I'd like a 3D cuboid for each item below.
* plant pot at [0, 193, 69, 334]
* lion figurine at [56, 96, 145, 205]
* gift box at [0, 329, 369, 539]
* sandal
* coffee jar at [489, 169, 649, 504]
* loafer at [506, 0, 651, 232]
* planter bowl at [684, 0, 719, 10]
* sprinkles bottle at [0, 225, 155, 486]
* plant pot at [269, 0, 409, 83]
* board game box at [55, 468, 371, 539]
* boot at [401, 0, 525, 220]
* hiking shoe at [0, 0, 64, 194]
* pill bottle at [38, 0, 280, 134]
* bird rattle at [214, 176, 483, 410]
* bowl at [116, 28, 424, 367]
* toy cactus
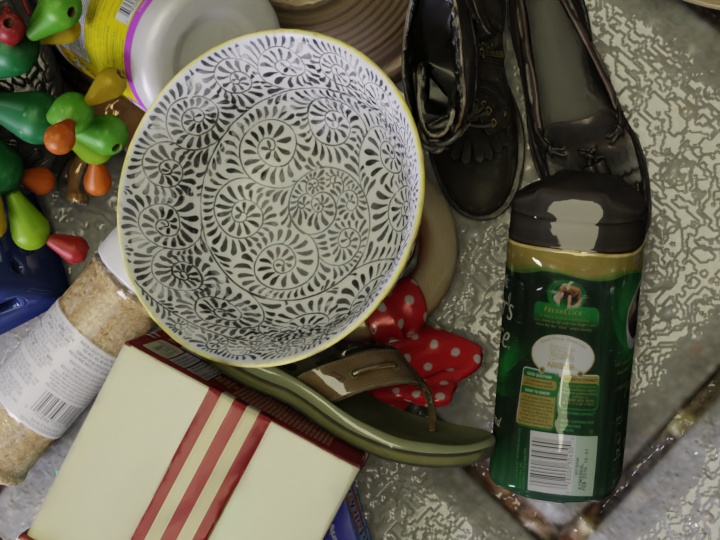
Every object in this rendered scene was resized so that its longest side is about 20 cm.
[{"bbox_3d":[-0.352,-0.033,1.071,0.200,0.180,0.201,-25,82,11],"label":"plant pot"},{"bbox_3d":[-0.141,-0.092,1.077,0.199,0.072,0.123,19,94,14],"label":"lion figurine"},{"bbox_3d":[-0.118,0.150,0.968,0.200,0.185,0.187,27,92,7],"label":"gift box"},{"bbox_3d":[-0.007,0.066,0.953,0.200,0.080,0.057,26,100,4],"label":"sandal"},{"bbox_3d":[0.132,0.038,0.978,0.085,0.104,0.201,7,102,14],"label":"coffee jar"},{"bbox_3d":[0.138,-0.108,1.021,0.072,0.063,0.201,-18,84,12],"label":"loafer"},{"bbox_3d":[0.246,-0.274,0.951,0.200,0.200,0.135,12,64,13],"label":"planter bowl"},{"bbox_3d":[-0.205,0.059,1.091,0.068,0.068,0.200,43,97,11],"label":"sprinkles bottle"},{"bbox_3d":[-0.032,-0.220,1.049,0.200,0.093,0.202,-1,88,14],"label":"plant pot"},{"bbox_3d":[-0.098,0.183,1.075,0.199,0.045,0.153,-19,84,12],"label":"board game box"},{"bbox_3d":[0.057,-0.106,0.967,0.069,0.174,0.201,-3,109,13],"label":"boot"},{"bbox_3d":[-0.247,-0.151,1.094,0.075,0.101,0.201,-9,88,-1],"label":"hiking shoe"},{"bbox_3d":[-0.143,-0.166,1.028,0.200,0.104,0.104,34,97,49],"label":"pill bottle"},{"bbox_3d":[0.000,0.000,1.035,0.200,0.113,0.163,26,78,9],"label":"bird rattle"},{"bbox_3d":[-0.039,-0.036,0.937,0.200,0.094,0.202,-4,79,23],"label":"bowl"},{"bbox_3d":[-0.232,-0.095,0.987,0.164,0.200,0.102,17,48,3],"label":"toy cactus"}]
